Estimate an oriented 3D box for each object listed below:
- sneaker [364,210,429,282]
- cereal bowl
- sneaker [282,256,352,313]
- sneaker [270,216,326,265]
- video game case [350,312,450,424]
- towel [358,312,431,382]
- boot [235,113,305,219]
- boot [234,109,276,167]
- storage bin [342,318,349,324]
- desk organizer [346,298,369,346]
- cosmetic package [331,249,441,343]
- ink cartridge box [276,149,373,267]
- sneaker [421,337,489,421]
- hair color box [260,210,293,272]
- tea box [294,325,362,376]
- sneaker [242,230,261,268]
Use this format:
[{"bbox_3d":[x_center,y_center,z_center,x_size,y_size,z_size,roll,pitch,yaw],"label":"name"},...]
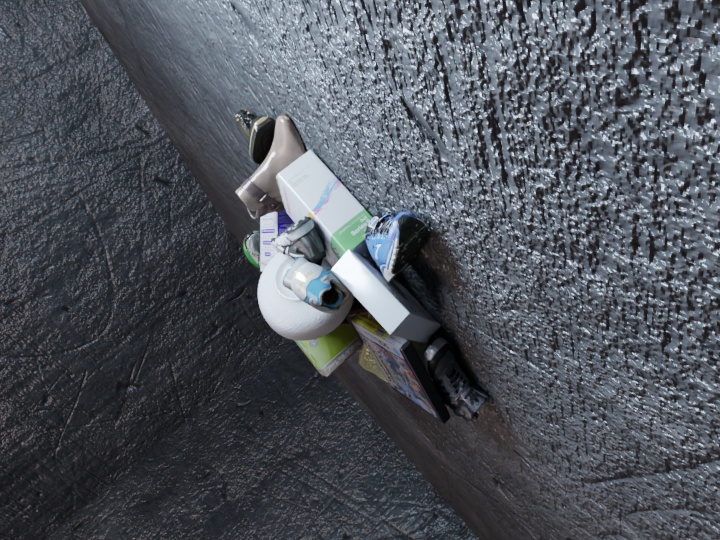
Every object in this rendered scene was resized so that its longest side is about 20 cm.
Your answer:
[{"bbox_3d":[0.042,-0.045,0.817,0.089,0.078,0.200,47,166,7],"label":"sneaker"},{"bbox_3d":[-0.112,0.029,1.066,0.200,0.199,0.084,45,171,24],"label":"cereal bowl"},{"bbox_3d":[-0.056,0.040,0.925,0.080,0.077,0.200,34,-176,22],"label":"sneaker"},{"bbox_3d":[-0.109,-0.039,0.990,0.091,0.066,0.200,57,163,-9],"label":"sneaker"},{"bbox_3d":[0.075,0.186,1.054,0.180,0.025,0.202,22,146,56],"label":"video game case"},{"bbox_3d":[0.070,0.173,1.153,0.146,0.037,0.202,22,136,11],"label":"towel"},{"bbox_3d":[-0.172,-0.183,1.033,0.070,0.145,0.201,45,165,28],"label":"boot"},{"bbox_3d":[-0.218,-0.285,1.095,0.139,0.077,0.200,55,166,9],"label":"boot"},{"bbox_3d":[-0.086,0.068,1.215,0.132,0.096,0.200,0,172,18],"label":"storage bin"},{"bbox_3d":[0.043,0.138,1.226,0.070,0.078,0.202,-11,128,23],"label":"desk organizer"},{"bbox_3d":[0.050,0.050,0.939,0.151,0.052,0.199,49,-171,23],"label":"cosmetic package"},{"bbox_3d":[-0.057,-0.096,0.998,0.200,0.087,0.146,47,165,15],"label":"ink cartridge box"},{"bbox_3d":[0.181,0.208,1.017,0.113,0.075,0.202,33,158,36],"label":"sneaker"},{"bbox_3d":[-0.176,-0.096,1.199,0.109,0.064,0.205,6,95,60],"label":"hair color box"},{"bbox_3d":[-0.076,0.130,1.391,0.198,0.199,0.134,52,167,2],"label":"tea box"},{"bbox_3d":[-0.200,-0.019,1.311,0.200,0.078,0.085,47,163,-26],"label":"sneaker"}]
